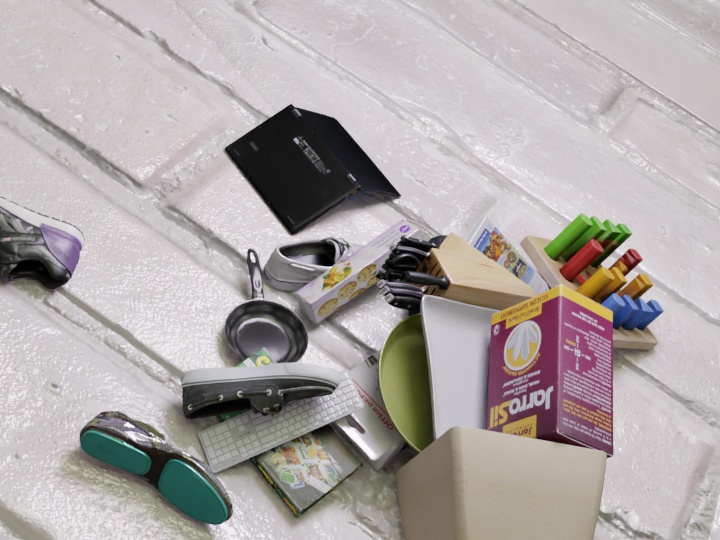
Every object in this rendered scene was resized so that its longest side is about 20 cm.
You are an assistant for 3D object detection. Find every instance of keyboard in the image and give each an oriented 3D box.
[{"bbox_3d":[-0.097,0.184,1.413,0.199,0.011,0.057,-23,68,-8],"label":"keyboard"}]

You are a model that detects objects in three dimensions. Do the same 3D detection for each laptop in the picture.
[{"bbox_3d":[-0.071,-0.153,1.792,0.200,0.116,0.187,-35,67,-11],"label":"laptop"}]

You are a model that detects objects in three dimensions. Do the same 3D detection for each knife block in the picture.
[{"bbox_3d":[0.119,0.028,1.504,0.200,0.064,0.176,36,31,2],"label":"knife block"}]

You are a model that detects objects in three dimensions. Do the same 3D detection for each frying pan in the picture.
[{"bbox_3d":[-0.146,0.060,1.548,0.115,0.031,0.190,-19,60,-34],"label":"frying pan"}]

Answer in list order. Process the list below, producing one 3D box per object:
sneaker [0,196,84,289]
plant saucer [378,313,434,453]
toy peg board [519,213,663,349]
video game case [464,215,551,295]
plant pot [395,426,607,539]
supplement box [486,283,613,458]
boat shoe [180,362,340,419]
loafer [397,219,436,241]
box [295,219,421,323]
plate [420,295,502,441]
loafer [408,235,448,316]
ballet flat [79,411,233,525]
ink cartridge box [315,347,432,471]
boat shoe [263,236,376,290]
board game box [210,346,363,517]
[{"bbox_3d":[-0.457,-0.038,1.464,0.199,0.076,0.088,17,51,-11],"label":"sneaker"},{"bbox_3d":[0.097,0.154,1.477,0.199,0.031,0.201,17,58,-30],"label":"plant saucer"},{"bbox_3d":[0.375,0.009,1.746,0.199,0.098,0.200,7,44,-50],"label":"toy peg board"},{"bbox_3d":[0.207,0.041,1.658,0.200,0.018,0.143,46,59,-19],"label":"video game case"},{"bbox_3d":[0.162,0.312,1.364,0.199,0.200,0.178,12,61,-15],"label":"plant pot"},{"bbox_3d":[0.235,0.140,1.439,0.103,0.131,0.201,25,55,-30],"label":"supplement box"},{"bbox_3d":[-0.121,0.149,1.400,0.199,0.069,0.057,-4,69,10],"label":"boat shoe"},{"bbox_3d":[0.119,0.009,1.710,0.072,0.063,0.200,-43,71,0],"label":"loafer"},{"bbox_3d":[0.000,0.000,1.614,0.200,0.042,0.039,-34,43,-21],"label":"box"},{"bbox_3d":[0.153,0.143,1.477,0.199,0.032,0.201,12,63,-38],"label":"plate"},{"bbox_3d":[0.100,0.048,1.636,0.068,0.070,0.202,22,69,-29],"label":"loafer"},{"bbox_3d":[-0.228,0.220,1.344,0.200,0.072,0.072,30,44,0],"label":"ballet flat"},{"bbox_3d":[0.031,0.176,1.502,0.116,0.068,0.200,44,46,16],"label":"ink cartridge box"},{"bbox_3d":[-0.038,-0.014,1.642,0.199,0.066,0.074,-9,55,-31],"label":"boat shoe"},{"bbox_3d":[-0.100,0.198,1.435,0.105,0.023,0.200,-34,70,-22],"label":"board game box"}]
